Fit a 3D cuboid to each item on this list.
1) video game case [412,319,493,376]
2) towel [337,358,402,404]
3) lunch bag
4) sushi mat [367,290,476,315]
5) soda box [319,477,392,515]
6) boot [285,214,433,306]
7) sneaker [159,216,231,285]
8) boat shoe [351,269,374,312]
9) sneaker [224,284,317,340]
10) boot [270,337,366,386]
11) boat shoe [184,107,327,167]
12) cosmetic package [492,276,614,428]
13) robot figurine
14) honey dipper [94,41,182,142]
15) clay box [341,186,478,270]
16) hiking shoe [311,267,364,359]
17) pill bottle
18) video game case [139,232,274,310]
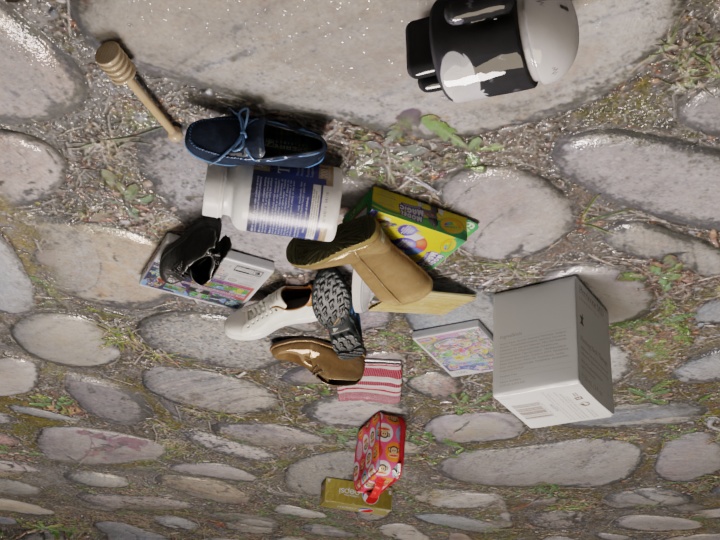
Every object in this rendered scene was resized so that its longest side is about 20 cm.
[{"bbox_3d":[0.208,0.158,2.041,0.141,0.018,0.200,-12,147,26],"label":"video game case"},{"bbox_3d":[0.019,0.240,2.208,0.141,0.023,0.201,2,151,2],"label":"towel"},{"bbox_3d":[0.041,0.445,2.411,0.081,0.179,0.200,12,151,-14],"label":"lunch bag"},{"bbox_3d":[0.111,0.056,1.814,0.198,0.012,0.095,6,155,-43],"label":"sushi mat"},{"bbox_3d":[-0.012,0.633,2.868,0.197,0.069,0.064,11,151,-12],"label":"soda box"},{"bbox_3d":[0.000,0.000,1.637,0.173,0.067,0.200,-11,147,25],"label":"boot"},{"bbox_3d":[-0.274,-0.014,1.675,0.059,0.105,0.200,25,129,-29],"label":"sneaker"},{"bbox_3d":[0.021,0.009,1.756,0.067,0.073,0.201,3,142,1],"label":"boat shoe"},{"bbox_3d":[-0.164,0.065,1.869,0.197,0.074,0.085,-17,144,6],"label":"sneaker"},{"bbox_3d":[-0.087,0.185,2.069,0.196,0.077,0.074,8,153,-4],"label":"boot"},{"bbox_3d":[-0.141,-0.187,1.412,0.197,0.086,0.069,-3,173,-17],"label":"boat shoe"},{"bbox_3d":[0.340,0.148,1.817,0.164,0.203,0.167,-14,147,30],"label":"cosmetic package"},{"bbox_3d":[0.152,-0.266,1.183,0.197,0.151,0.127,-8,113,21],"label":"robot figurine"},{"bbox_3d":[-0.291,-0.232,1.385,0.037,0.039,0.200,-6,151,18],"label":"honey dipper"},{"bbox_3d":[0.081,-0.061,1.633,0.197,0.048,0.115,18,149,-21],"label":"clay box"},{"bbox_3d":[-0.045,0.066,1.849,0.073,0.087,0.202,-11,126,4],"label":"hiking shoe"},{"bbox_3d":[-0.129,-0.109,1.506,0.196,0.113,0.111,7,151,-7],"label":"pill bottle"},{"bbox_3d":[-0.275,0.006,1.824,0.197,0.023,0.182,15,149,-22],"label":"video game case"}]
